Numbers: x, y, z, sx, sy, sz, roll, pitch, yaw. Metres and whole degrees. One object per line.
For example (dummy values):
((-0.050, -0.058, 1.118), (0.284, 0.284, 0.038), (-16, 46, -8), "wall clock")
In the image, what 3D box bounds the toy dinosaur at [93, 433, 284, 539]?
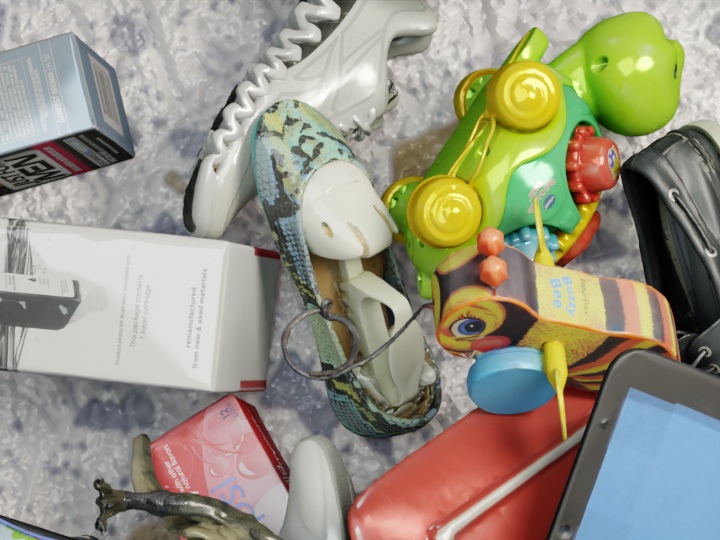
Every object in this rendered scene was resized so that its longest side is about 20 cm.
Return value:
((-0.088, 0.135, 1.459), (0.200, 0.088, 0.048), (28, 114, 44), "toy dinosaur")

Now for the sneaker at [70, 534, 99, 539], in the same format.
((-0.217, 0.220, 1.566), (0.200, 0.086, 0.078), (-39, 77, 1), "sneaker")

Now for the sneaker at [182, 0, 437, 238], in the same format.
((-0.029, -0.093, 1.576), (0.081, 0.075, 0.200), (35, 70, -2), "sneaker")

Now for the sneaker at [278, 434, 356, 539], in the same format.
((-0.037, 0.187, 1.487), (0.080, 0.070, 0.201), (-2, 80, 11), "sneaker")

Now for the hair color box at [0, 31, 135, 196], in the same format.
((-0.239, -0.072, 1.608), (0.199, 0.099, 0.061), (-15, 80, 7), "hair color box")

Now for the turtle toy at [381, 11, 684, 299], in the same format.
((0.096, -0.063, 1.543), (0.101, 0.146, 0.200), (36, 88, -8), "turtle toy")

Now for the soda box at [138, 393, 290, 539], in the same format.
((-0.045, 0.171, 1.558), (0.070, 0.063, 0.200), (-31, 78, 3), "soda box")

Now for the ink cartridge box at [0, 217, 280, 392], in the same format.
((-0.158, 0.017, 1.555), (0.199, 0.144, 0.084), (7, 89, 10), "ink cartridge box")

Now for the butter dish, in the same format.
((0.080, 0.172, 1.501), (0.200, 0.148, 0.200), (-33, 94, -32), "butter dish")

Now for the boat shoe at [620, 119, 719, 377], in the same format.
((0.180, 0.023, 1.514), (0.066, 0.074, 0.200), (-16, 104, -30), "boat shoe")

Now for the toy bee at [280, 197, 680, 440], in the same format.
((0.078, 0.027, 1.421), (0.199, 0.109, 0.131), (-15, 63, -24), "toy bee")

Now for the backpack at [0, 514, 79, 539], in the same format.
((-0.179, 0.235, 1.466), (0.183, 0.147, 0.201), (19, 84, -10), "backpack")

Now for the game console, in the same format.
((0.188, 0.161, 1.382), (0.170, 0.118, 0.201), (18, 87, 41), "game console")

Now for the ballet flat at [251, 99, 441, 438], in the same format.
((0.000, 0.000, 1.537), (0.074, 0.074, 0.200), (-18, 111, 6), "ballet flat")
